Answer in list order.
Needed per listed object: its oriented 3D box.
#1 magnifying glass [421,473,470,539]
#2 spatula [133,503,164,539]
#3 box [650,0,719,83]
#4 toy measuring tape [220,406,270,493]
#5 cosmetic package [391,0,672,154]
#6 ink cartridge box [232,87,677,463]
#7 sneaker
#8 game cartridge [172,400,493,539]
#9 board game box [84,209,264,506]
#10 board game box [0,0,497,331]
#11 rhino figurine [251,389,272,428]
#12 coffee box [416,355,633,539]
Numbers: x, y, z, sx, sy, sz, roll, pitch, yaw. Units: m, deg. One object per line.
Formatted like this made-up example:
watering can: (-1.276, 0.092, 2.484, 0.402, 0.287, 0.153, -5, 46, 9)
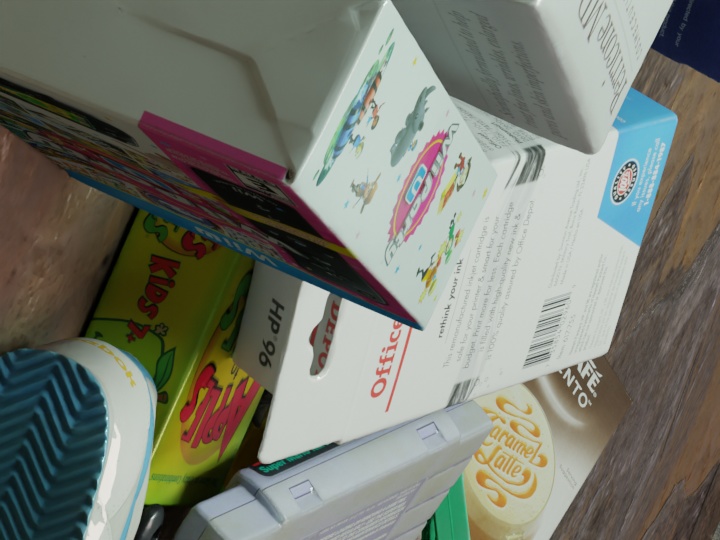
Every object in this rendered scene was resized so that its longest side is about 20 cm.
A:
magnifying glass: (0.040, 0.116, 1.285, 0.080, 0.022, 0.201, 106, -16, -64)
spatula: (-0.115, 0.153, 1.101, 0.057, 0.021, 0.200, -49, 175, -46)
box: (0.097, -0.164, 1.065, 0.032, 0.200, 0.122, -17, 132, -48)
toy measuring tape: (-0.063, 0.111, 1.217, 0.200, 0.074, 0.074, -45, 161, -8)
cosmetic package: (0.043, -0.177, 0.932, 0.201, 0.164, 0.165, -64, 163, -8)
ink cartridge box: (0.023, -0.009, 1.051, 0.199, 0.068, 0.117, -15, 129, -43)
sneaker: (-0.123, 0.121, 0.986, 0.201, 0.076, 0.081, -68, 166, 11)
game cartridge: (-0.031, 0.120, 1.137, 0.200, 0.038, 0.130, -19, 143, -55)
board game box: (-0.054, -0.007, 1.077, 0.201, 0.047, 0.102, -67, 164, 1)
board game box: (-0.048, -0.053, 0.847, 0.065, 0.147, 0.200, -65, 164, -5)
rhino figurine: (0.000, 0.000, 1.161, 0.200, 0.087, 0.060, -54, -166, 5)
coffee box: (0.045, 0.095, 1.392, 0.115, 0.079, 0.200, 56, 48, -24)
